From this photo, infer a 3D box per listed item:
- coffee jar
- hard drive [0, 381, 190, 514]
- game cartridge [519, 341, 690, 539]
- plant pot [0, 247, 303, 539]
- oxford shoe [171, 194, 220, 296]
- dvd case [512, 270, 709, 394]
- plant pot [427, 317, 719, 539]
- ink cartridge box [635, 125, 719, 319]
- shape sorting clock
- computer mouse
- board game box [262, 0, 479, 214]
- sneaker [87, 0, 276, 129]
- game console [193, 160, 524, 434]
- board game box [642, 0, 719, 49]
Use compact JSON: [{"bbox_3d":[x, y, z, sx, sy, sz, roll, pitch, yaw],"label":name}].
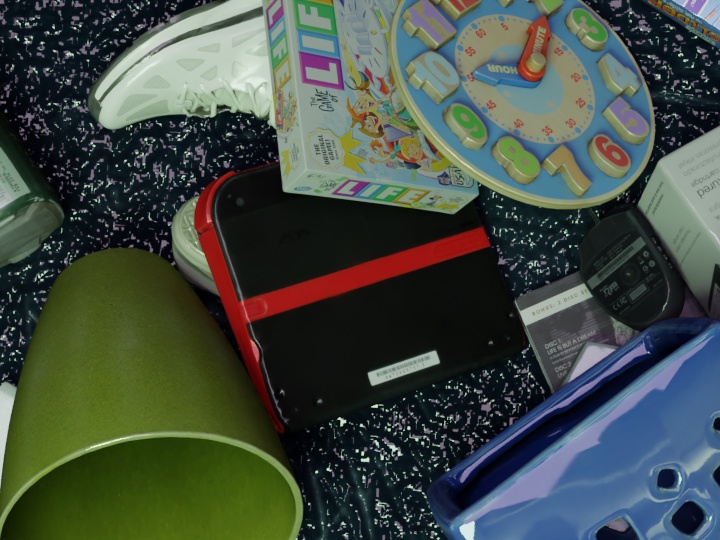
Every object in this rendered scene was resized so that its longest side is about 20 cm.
[{"bbox_3d":[-0.290,-0.100,1.181,0.085,0.104,0.201,-33,80,-6],"label":"coffee jar"},{"bbox_3d":[-0.189,0.182,1.169,0.199,0.026,0.132,29,83,6],"label":"hard drive"},{"bbox_3d":[0.212,0.137,1.137,0.199,0.041,0.134,30,88,7],"label":"game cartridge"},{"bbox_3d":[-0.144,0.088,1.102,0.186,0.188,0.201,-15,47,0],"label":"plant pot"},{"bbox_3d":[-0.041,0.013,1.178,0.199,0.058,0.076,27,60,-7],"label":"oxford shoe"},{"bbox_3d":[0.211,0.082,1.171,0.148,0.016,0.201,-23,81,0],"label":"dvd case"},{"bbox_3d":[0.170,0.156,1.025,0.199,0.200,0.180,-35,88,-2],"label":"plant pot"},{"bbox_3d":[0.299,-0.009,1.126,0.144,0.084,0.201,-29,73,-12],"label":"ink cartridge box"},{"bbox_3d":[0.111,-0.129,1.152,0.199,0.039,0.201,12,52,-16],"label":"shape sorting clock"},{"bbox_3d":[0.161,-0.043,1.178,0.059,0.034,0.201,-39,66,27],"label":"computer mouse"},{"bbox_3d":[0.003,-0.142,1.154,0.134,0.034,0.201,5,65,-30],"label":"board game box"},{"bbox_3d":[-0.082,-0.125,1.189,0.200,0.076,0.116,-28,78,-5],"label":"sneaker"},{"bbox_3d":[0.000,0.000,1.154,0.199,0.031,0.178,-17,84,-25],"label":"game console"},{"bbox_3d":[0.269,-0.267,1.217,0.135,0.034,0.201,34,84,7],"label":"board game box"}]
